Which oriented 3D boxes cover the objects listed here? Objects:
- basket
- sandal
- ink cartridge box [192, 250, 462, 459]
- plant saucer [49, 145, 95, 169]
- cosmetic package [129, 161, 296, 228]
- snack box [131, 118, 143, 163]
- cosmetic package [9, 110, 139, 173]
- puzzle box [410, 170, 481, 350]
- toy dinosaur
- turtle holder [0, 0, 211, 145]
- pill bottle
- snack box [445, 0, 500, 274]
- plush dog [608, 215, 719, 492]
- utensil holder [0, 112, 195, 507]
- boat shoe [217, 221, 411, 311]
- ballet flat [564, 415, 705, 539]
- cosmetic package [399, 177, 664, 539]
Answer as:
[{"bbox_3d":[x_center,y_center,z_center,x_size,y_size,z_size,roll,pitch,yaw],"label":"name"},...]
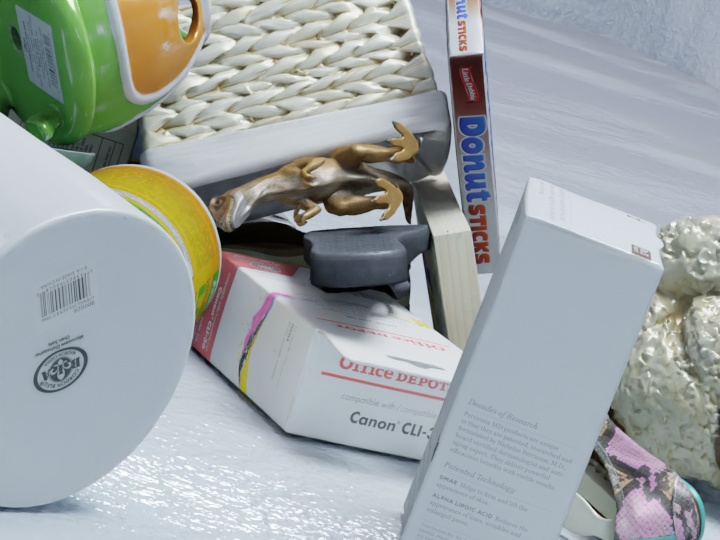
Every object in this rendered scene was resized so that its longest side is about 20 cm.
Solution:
[{"bbox_3d":[-0.051,-0.112,1.832,0.199,0.124,0.136,-14,-12,-3],"label":"basket"},{"bbox_3d":[-0.001,0.000,1.698,0.076,0.043,0.200,-2,6,7],"label":"sandal"},{"bbox_3d":[-0.010,0.057,1.696,0.116,0.068,0.200,13,12,-28],"label":"ink cartridge box"},{"bbox_3d":[-0.256,-0.072,1.663,0.199,0.028,0.200,8,3,0],"label":"plant saucer"},{"bbox_3d":[-0.152,-0.047,1.992,0.199,0.051,0.083,15,11,-21],"label":"cosmetic package"},{"bbox_3d":[-0.149,-0.110,1.984,0.199,0.068,0.169,17,4,-9],"label":"snack box"},{"bbox_3d":[-0.253,-0.078,1.845,0.199,0.104,0.073,19,10,-7],"label":"cosmetic package"},{"bbox_3d":[0.060,0.017,1.837,0.025,0.133,0.200,-10,14,-1],"label":"puzzle box"},{"bbox_3d":[-0.005,-0.057,1.755,0.200,0.061,0.106,-3,-2,-44],"label":"toy dinosaur"},{"bbox_3d":[-0.173,-0.150,1.727,0.131,0.141,0.185,-20,0,-24],"label":"turtle holder"},{"bbox_3d":[-0.141,-0.002,1.645,0.111,0.111,0.200,20,12,3],"label":"pill bottle"},{"bbox_3d":[0.071,-0.090,1.799,0.024,0.200,0.072,-4,48,4],"label":"snack box"},{"bbox_3d":[0.241,0.087,1.787,0.171,0.200,0.160,15,41,33],"label":"plush dog"},{"bbox_3d":[-0.201,0.004,1.396,0.170,0.170,0.200,7,20,-46],"label":"utensil holder"},{"bbox_3d":[-0.052,0.007,1.872,0.200,0.065,0.072,5,15,34],"label":"boat shoe"},{"bbox_3d":[0.128,0.118,1.664,0.071,0.069,0.200,-7,22,-21],"label":"ballet flat"},{"bbox_3d":[0.089,0.063,1.491,0.081,0.201,0.113,19,11,0],"label":"cosmetic package"}]
